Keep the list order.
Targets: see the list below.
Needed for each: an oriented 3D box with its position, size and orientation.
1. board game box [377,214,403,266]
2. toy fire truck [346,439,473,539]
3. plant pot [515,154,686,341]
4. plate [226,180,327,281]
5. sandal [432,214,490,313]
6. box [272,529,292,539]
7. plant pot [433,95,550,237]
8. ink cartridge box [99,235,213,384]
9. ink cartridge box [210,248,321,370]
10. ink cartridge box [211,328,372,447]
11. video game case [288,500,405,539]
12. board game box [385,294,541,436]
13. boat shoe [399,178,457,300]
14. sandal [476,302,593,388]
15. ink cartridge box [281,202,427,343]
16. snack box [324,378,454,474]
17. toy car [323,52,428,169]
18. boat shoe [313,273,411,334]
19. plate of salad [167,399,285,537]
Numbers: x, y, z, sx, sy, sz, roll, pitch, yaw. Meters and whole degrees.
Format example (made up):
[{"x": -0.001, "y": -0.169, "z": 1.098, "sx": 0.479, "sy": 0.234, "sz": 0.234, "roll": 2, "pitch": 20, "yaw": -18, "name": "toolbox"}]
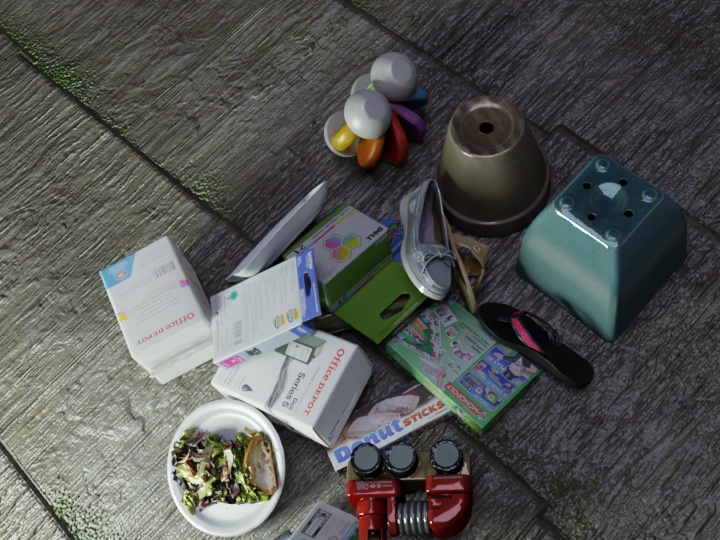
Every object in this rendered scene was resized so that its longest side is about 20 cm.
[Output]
[{"x": 0.017, "y": -0.026, "z": 1.500, "sx": 0.198, "sy": 0.019, "sz": 0.104, "roll": -18, "pitch": 62, "yaw": 2, "name": "board game box"}, {"x": 0.066, "y": 0.339, "z": 1.233, "sx": 0.174, "sy": 0.129, "sz": 0.202, "roll": -4, "pitch": 58, "yaw": 9, "name": "toy fire truck"}, {"x": 0.361, "y": -0.057, "z": 1.343, "sx": 0.195, "sy": 0.200, "sz": 0.196, "roll": 39, "pitch": 76, "yaw": 26, "name": "plant pot"}, {"x": -0.132, "y": -0.052, "z": 1.467, "sx": 0.032, "sy": 0.199, "sz": 0.200, "roll": 44, "pitch": 77, "yaw": -8, "name": "plate"}, {"x": 0.171, "y": -0.034, "z": 1.444, "sx": 0.069, "sy": 0.078, "sz": 0.213, "roll": -18, "pitch": 55, "yaw": -6, "name": "sandal"}, {"x": -0.155, "y": 0.473, "z": 1.274, "sx": 0.199, "sy": 0.035, "sz": 0.110, "roll": -35, "pitch": 62, "yaw": -7, "name": "box"}, {"x": 0.207, "y": -0.181, "z": 1.454, "sx": 0.198, "sy": 0.174, "sz": 0.202, "roll": -5, "pitch": 64, "yaw": 10, "name": "plant pot"}, {"x": -0.312, "y": 0.075, "z": 1.456, "sx": 0.128, "sy": 0.125, "sz": 0.201, "roll": -27, "pitch": 61, "yaw": -3, "name": "ink cartridge box"}, {"x": -0.137, "y": 0.059, "z": 1.354, "sx": 0.199, "sy": 0.042, "sz": 0.120, "roll": -26, "pitch": 53, "yaw": 24, "name": "ink cartridge box"}, {"x": -0.103, "y": 0.159, "z": 1.381, "sx": 0.199, "sy": 0.084, "sz": 0.146, "roll": 18, "pitch": 68, "yaw": 28, "name": "ink cartridge box"}, {"x": -0.031, "y": 0.419, "z": 1.223, "sx": 0.181, "sy": 0.024, "sz": 0.200, "roll": 19, "pitch": 38, "yaw": 23, "name": "video game case"}, {"x": 0.154, "y": 0.138, "z": 1.368, "sx": 0.134, "sy": 0.029, "sz": 0.200, "roll": -38, "pitch": 62, "yaw": -22, "name": "board game box"}, {"x": 0.107, "y": -0.049, "z": 1.396, "sx": 0.074, "sy": 0.065, "sz": 0.204, "roll": 17, "pitch": 49, "yaw": -27, "name": "boat shoe"}, {"x": 0.267, "y": 0.099, "z": 1.359, "sx": 0.199, "sy": 0.045, "sz": 0.075, "roll": 34, "pitch": 49, "yaw": 21, "name": "sandal"}, {"x": 0.000, "y": 0.000, "z": 1.404, "sx": 0.199, "sy": 0.076, "sz": 0.148, "roll": 32, "pitch": 60, "yaw": 34, "name": "ink cartridge box"}, {"x": 0.039, "y": 0.230, "z": 1.362, "sx": 0.199, "sy": 0.024, "sz": 0.072, "roll": -27, "pitch": 58, "yaw": -3, "name": "snack box"}, {"x": 0.042, "y": -0.263, "z": 1.553, "sx": 0.150, "sy": 0.175, "sz": 0.201, "roll": 37, "pitch": 72, "yaw": -11, "name": "toy car"}, {"x": 0.001, "y": 0.061, "z": 1.445, "sx": 0.199, "sy": 0.063, "sz": 0.074, "roll": -16, "pitch": 47, "yaw": -4, "name": "boat shoe"}, {"x": -0.206, "y": 0.294, "z": 1.343, "sx": 0.198, "sy": 0.048, "sz": 0.202, "roll": -3, "pitch": 82, "yaw": 19, "name": "plate of salad"}]
